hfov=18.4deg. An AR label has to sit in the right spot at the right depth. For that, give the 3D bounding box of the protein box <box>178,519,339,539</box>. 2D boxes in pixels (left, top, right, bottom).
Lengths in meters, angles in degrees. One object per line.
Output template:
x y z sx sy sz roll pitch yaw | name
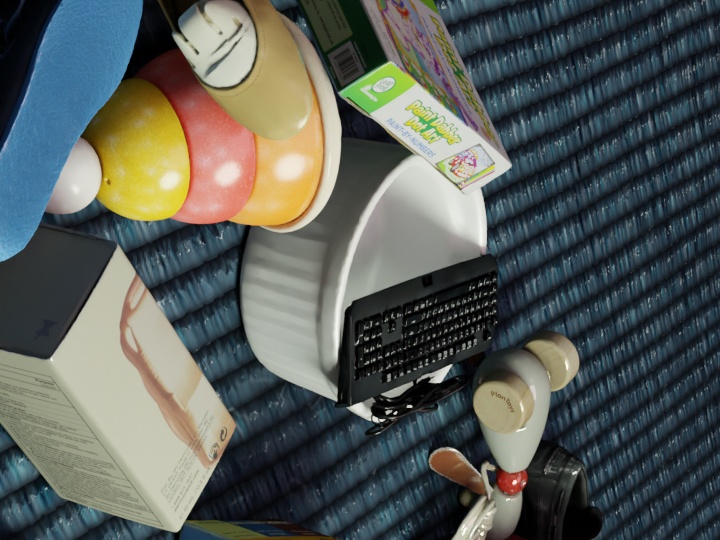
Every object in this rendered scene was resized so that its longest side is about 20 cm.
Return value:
-0.036 0.299 1.567 0.135 0.198 0.201 10 94 -60 | protein box

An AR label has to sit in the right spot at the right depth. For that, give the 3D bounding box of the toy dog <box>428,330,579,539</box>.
0.105 0.132 1.861 0.132 0.096 0.201 -10 127 -60 | toy dog

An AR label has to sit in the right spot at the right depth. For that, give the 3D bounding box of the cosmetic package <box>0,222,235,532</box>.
-0.166 0.064 1.347 0.088 0.103 0.200 -61 149 -25 | cosmetic package

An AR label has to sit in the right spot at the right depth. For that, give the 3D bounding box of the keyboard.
0.053 0.055 1.574 0.200 0.039 0.105 -19 118 -54 | keyboard

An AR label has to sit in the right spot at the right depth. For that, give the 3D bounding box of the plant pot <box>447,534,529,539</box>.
0.118 0.329 1.859 0.176 0.199 0.201 19 86 -49 | plant pot

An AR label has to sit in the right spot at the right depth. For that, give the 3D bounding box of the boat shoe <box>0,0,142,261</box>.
-0.195 -0.103 1.263 0.201 0.068 0.084 -61 139 -23 | boat shoe

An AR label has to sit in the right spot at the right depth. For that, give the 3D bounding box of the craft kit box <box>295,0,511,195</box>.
0.010 -0.168 1.468 0.048 0.201 0.197 -30 153 13 | craft kit box

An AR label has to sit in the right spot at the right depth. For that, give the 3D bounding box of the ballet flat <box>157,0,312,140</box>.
-0.099 -0.161 1.309 0.069 0.201 0.063 -39 163 26 | ballet flat

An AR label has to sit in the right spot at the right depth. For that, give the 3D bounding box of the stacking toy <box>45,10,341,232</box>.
-0.125 -0.079 1.364 0.199 0.146 0.147 -15 117 -35 | stacking toy

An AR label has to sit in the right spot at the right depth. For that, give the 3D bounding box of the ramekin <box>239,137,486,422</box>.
0.000 0.000 1.596 0.200 0.097 0.202 -30 127 -50 | ramekin

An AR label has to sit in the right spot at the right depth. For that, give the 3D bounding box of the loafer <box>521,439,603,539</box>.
0.188 0.238 2.036 0.068 0.070 0.201 -51 142 -34 | loafer
